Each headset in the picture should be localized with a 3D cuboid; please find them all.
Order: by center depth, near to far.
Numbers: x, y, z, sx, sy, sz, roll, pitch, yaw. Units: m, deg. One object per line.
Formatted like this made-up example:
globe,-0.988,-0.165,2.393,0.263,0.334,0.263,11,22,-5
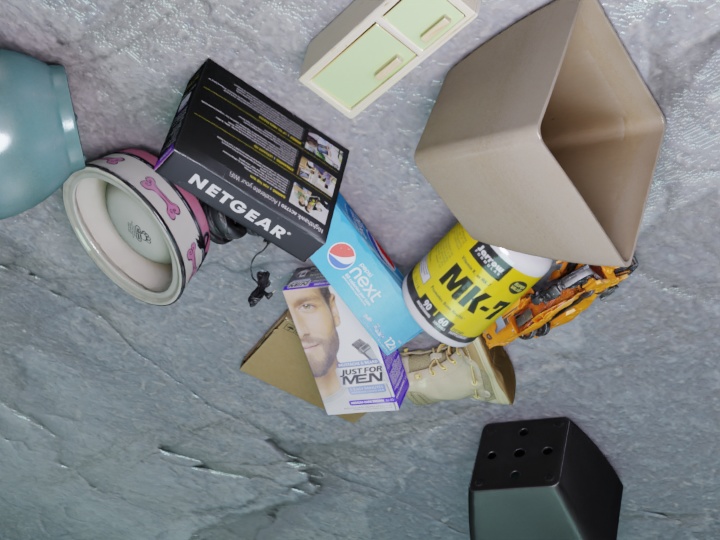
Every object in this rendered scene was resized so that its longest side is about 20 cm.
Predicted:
headset,-0.142,-0.058,1.445,0.122,0.094,0.201,-1,127,17

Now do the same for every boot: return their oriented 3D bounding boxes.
boot,0.114,0.114,1.599,0.154,0.073,0.201,-5,140,22

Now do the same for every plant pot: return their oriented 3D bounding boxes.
plant pot,0.173,-0.131,1.207,0.176,0.201,0.200,-7,138,39
plant pot,-0.384,-0.160,1.337,0.133,0.201,0.201,-12,142,-11
plant pot,0.256,0.326,1.727,0.198,0.201,0.178,-8,123,25

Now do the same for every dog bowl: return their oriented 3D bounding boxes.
dog bowl,-0.266,-0.059,1.445,0.199,0.074,0.201,27,140,25

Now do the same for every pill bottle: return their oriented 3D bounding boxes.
pill bottle,0.149,-0.013,1.381,0.114,0.115,0.200,30,123,-20

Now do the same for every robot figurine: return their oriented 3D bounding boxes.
robot figurine,0.238,0.027,1.435,0.144,0.059,0.200,-9,156,-43

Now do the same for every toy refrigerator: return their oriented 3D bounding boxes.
toy refrigerator,0.028,-0.241,1.200,0.076,0.070,0.200,34,136,-23

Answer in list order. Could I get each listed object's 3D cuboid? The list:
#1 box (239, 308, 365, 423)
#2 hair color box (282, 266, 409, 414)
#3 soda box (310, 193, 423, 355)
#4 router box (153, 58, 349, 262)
box,-0.055,0.142,1.714,0.199,0.021,0.164,27,139,-16
hair color box,-0.017,0.091,1.565,0.108,0.065,0.201,-7,116,23
soda box,0.000,0.000,1.440,0.068,0.064,0.200,-34,107,12
router box,-0.115,-0.122,1.318,0.199,0.150,0.051,32,137,-21
